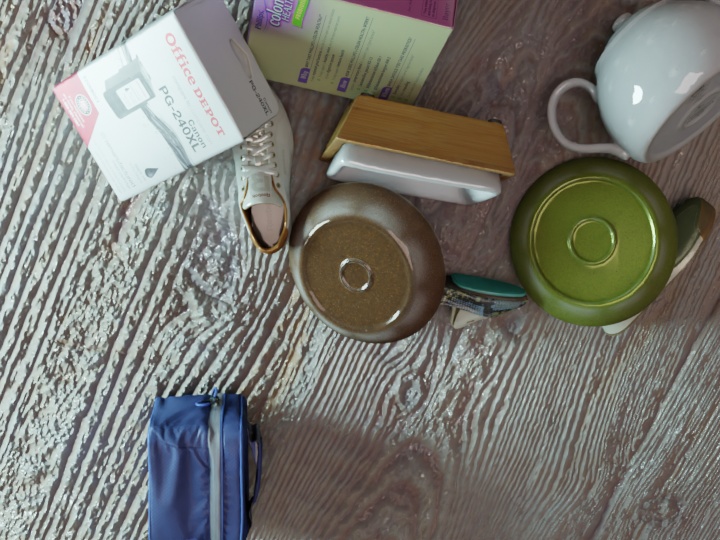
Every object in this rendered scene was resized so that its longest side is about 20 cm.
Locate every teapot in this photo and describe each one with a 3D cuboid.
[{"bbox_3d":[0.332,-0.228,1.093,0.198,0.198,0.147,-26,67,-30],"label":"teapot"}]

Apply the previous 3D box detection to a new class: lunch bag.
[{"bbox_3d":[-0.183,0.238,1.165,0.130,0.136,0.204,1,103,-6],"label":"lunch bag"}]

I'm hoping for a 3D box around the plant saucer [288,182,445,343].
[{"bbox_3d":[0.000,0.000,1.128,0.197,0.037,0.204,8,115,18],"label":"plant saucer"}]

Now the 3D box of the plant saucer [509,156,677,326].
[{"bbox_3d":[0.275,-0.035,1.153,0.196,0.031,0.204,0,89,13],"label":"plant saucer"}]

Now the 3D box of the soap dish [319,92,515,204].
[{"bbox_3d":[0.060,-0.133,1.090,0.196,0.157,0.083,11,87,-8],"label":"soap dish"}]

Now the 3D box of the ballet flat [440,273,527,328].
[{"bbox_3d":[0.101,0.033,1.178,0.196,0.074,0.076,14,103,1],"label":"ballet flat"}]

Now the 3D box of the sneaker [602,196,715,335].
[{"bbox_3d":[0.337,-0.020,1.185,0.089,0.067,0.201,34,102,-18],"label":"sneaker"}]

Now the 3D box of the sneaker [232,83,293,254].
[{"bbox_3d":[-0.108,-0.117,1.107,0.071,0.085,0.204,-9,104,-2],"label":"sneaker"}]

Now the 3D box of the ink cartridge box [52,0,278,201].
[{"bbox_3d":[-0.206,-0.182,1.034,0.198,0.083,0.147,-20,107,34],"label":"ink cartridge box"}]

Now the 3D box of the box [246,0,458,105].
[{"bbox_3d":[-0.014,-0.269,1.019,0.196,0.176,0.098,11,70,-8],"label":"box"}]
